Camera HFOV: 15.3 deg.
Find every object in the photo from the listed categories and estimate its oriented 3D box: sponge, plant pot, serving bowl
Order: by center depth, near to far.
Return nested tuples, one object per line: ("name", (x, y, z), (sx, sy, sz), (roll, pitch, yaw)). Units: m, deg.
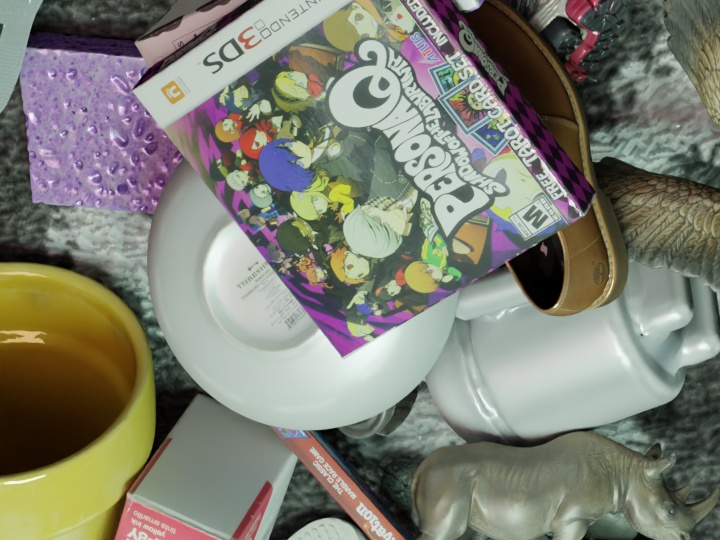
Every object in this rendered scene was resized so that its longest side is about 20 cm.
("serving bowl", (-0.044, 0.003, 1.604), (0.199, 0.066, 0.202), (4, 101, 19))
("sponge", (-0.119, -0.088, 1.708), (0.198, 0.030, 0.112), (6, 118, 13))
("plant pot", (-0.229, 0.130, 1.767), (0.199, 0.201, 0.190), (10, 134, 12))

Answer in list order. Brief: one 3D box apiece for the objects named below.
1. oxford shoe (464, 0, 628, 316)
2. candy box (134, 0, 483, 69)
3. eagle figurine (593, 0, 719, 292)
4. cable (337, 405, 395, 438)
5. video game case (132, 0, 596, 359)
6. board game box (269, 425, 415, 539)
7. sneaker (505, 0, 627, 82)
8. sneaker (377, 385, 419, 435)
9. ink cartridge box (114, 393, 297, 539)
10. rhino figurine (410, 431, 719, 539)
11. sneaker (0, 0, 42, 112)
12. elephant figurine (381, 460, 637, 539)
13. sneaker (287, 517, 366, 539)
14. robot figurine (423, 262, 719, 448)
("oxford shoe", (0.089, -0.069, 1.532), (0.071, 0.071, 0.201), (-28, 84, 36))
("candy box", (-0.010, -0.170, 1.555), (0.199, 0.168, 0.072), (-24, 106, 26))
("eagle figurine", (0.232, -0.048, 1.572), (0.199, 0.152, 0.151), (34, 140, -8))
("cable", (0.000, 0.000, 1.659), (0.097, 0.050, 0.201), (-13, 103, 25))
("video game case", (0.001, -0.072, 1.483), (0.181, 0.036, 0.200), (-30, 105, 29))
("board game box", (-0.022, 0.125, 1.733), (0.019, 0.103, 0.200), (-42, 92, 1))
("sneaker", (0.081, -0.112, 1.619), (0.075, 0.080, 0.200), (50, 122, 21))
("sneaker", (-0.059, 0.038, 1.723), (0.200, 0.077, 0.088), (45, 148, -15))
("ink cartridge box", (-0.120, 0.208, 1.788), (0.083, 0.145, 0.201), (22, 120, 6))
("rhino figurine", (0.123, 0.143, 1.629), (0.198, 0.060, 0.088), (-5, 90, -7))
("sneaker", (-0.228, -0.193, 1.666), (0.071, 0.073, 0.201), (40, 109, 43))
("elephant figurine", (0.114, 0.193, 1.713), (0.200, 0.142, 0.155), (42, 125, -11))
("sneaker", (-0.044, 0.259, 1.843), (0.074, 0.082, 0.201), (30, 100, 20))
("robot figurine", (0.122, 0.046, 1.655), (0.199, 0.114, 0.170), (-22, 137, 24))
